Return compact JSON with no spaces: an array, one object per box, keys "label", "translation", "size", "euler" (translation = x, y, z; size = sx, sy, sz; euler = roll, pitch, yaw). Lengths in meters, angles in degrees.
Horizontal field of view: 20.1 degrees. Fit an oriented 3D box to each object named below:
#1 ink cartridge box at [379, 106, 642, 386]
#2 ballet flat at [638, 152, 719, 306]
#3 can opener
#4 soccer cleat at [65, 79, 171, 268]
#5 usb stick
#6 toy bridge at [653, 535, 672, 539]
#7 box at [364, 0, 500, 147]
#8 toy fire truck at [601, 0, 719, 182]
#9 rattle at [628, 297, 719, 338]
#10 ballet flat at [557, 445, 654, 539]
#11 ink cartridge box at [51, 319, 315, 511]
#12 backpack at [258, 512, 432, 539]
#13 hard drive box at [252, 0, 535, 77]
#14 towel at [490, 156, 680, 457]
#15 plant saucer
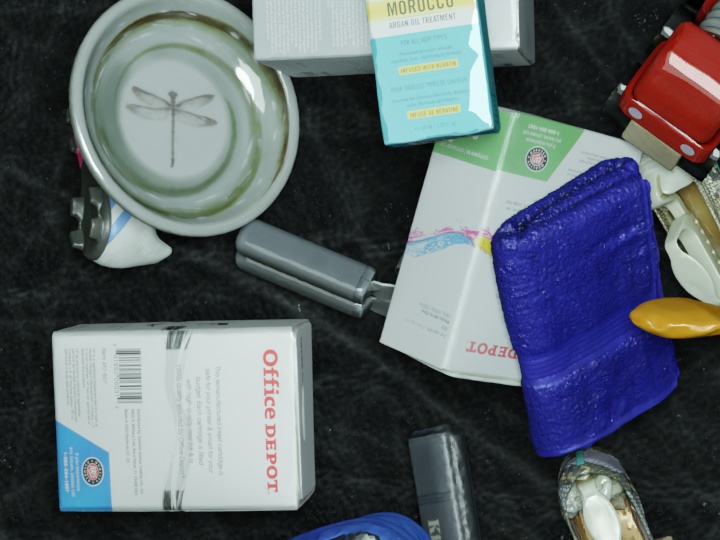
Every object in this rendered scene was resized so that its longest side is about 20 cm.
[{"label":"ink cartridge box","translation":[0.115,-0.018,1.544],"size":[0.087,0.145,0.201],"euler":[19,97,49]},{"label":"ballet flat","translation":[0.254,-0.038,1.559],"size":[0.068,0.075,0.200],"euler":[-29,89,50]},{"label":"can opener","translation":[0.000,0.000,1.627],"size":[0.199,0.053,0.067],"euler":[23,64,8]},{"label":"soccer cleat","translation":[-0.189,-0.098,1.644],"size":[0.086,0.070,0.201],"euler":[9,75,-34]},{"label":"usb stick","translation":[0.073,0.222,1.608],"size":[0.055,0.033,0.201],"euler":[-15,81,44]},{"label":"toy bridge","translation":[0.172,0.257,1.562],"size":[0.200,0.027,0.067],"euler":[-22,89,42]},{"label":"box","translation":[0.046,-0.193,1.446],"size":[0.082,0.049,0.201],"euler":[-8,90,9]},{"label":"toy fire truck","translation":[0.288,-0.171,1.469],"size":[0.129,0.200,0.176],"euler":[36,68,6]},{"label":"rattle","translation":[0.295,0.103,1.518],"size":[0.142,0.130,0.200],"euler":[-23,133,-10]},{"label":"ballet flat","translation":[0.206,0.235,1.587],"size":[0.072,0.072,0.201],"euler":[-24,89,9]},{"label":"ink cartridge box","translation":[-0.139,0.115,1.629],"size":[0.199,0.084,0.147],"euler":[-1,93,8]},{"label":"backpack","translation":[-0.023,0.271,1.573],"size":[0.200,0.168,0.163],"euler":[-26,91,15]},{"label":"hard drive box","translation":[0.029,-0.195,1.552],"size":[0.199,0.156,0.077],"euler":[-1,91,8]},{"label":"towel","translation":[0.175,0.030,1.519],"size":[0.147,0.049,0.201],"euler":[-32,122,-27]},{"label":"plant saucer","translation":[-0.145,-0.122,1.603],"size":[0.200,0.050,0.201],"euler":[7,76,-30]}]
